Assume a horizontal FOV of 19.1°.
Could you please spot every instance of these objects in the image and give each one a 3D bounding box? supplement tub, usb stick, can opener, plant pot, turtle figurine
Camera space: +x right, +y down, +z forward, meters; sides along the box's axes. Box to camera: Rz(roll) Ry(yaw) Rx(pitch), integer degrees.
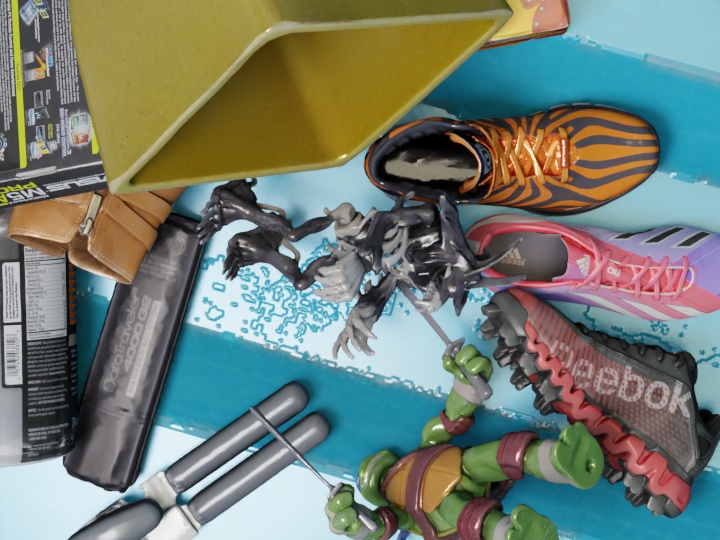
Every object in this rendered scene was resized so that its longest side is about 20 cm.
[{"bbox_3d":[-0.253,0.028,1.446,0.122,0.123,0.200,-1,93,5],"label":"supplement tub"},{"bbox_3d":[-0.157,0.056,1.485,0.055,0.033,0.200,18,95,10],"label":"usb stick"},{"bbox_3d":[-0.111,0.152,1.474,0.200,0.066,0.053,-35,93,1],"label":"can opener"},{"bbox_3d":[-0.067,-0.186,1.309,0.196,0.194,0.200,-40,67,45],"label":"plant pot"},{"bbox_3d":[0.044,0.115,1.389,0.194,0.144,0.200,7,113,45],"label":"turtle figurine"}]

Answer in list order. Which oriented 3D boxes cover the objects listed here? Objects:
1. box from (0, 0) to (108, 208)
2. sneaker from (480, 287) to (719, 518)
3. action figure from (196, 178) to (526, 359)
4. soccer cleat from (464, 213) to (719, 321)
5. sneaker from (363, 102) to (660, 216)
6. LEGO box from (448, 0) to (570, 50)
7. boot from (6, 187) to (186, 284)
[{"bbox_3d":[-0.233,-0.139,1.373,0.160,0.044,0.200,-10,71,11],"label":"box"},{"bbox_3d":[0.167,0.071,1.430,0.200,0.071,0.098,45,83,-14],"label":"sneaker"},{"bbox_3d":[0.000,0.000,1.374,0.200,0.119,0.102,11,57,20],"label":"action figure"},{"bbox_3d":[0.166,-0.002,1.429,0.200,0.076,0.067,7,94,0],"label":"soccer cleat"},{"bbox_3d":[0.101,-0.069,1.415,0.200,0.112,0.078,-6,93,5],"label":"sneaker"},{"bbox_3d":[0.082,-0.246,1.387,0.077,0.149,0.200,-10,93,5],"label":"LEGO box"},{"bbox_3d":[-0.132,-0.063,1.419,0.200,0.074,0.155,16,72,-12],"label":"boot"}]
